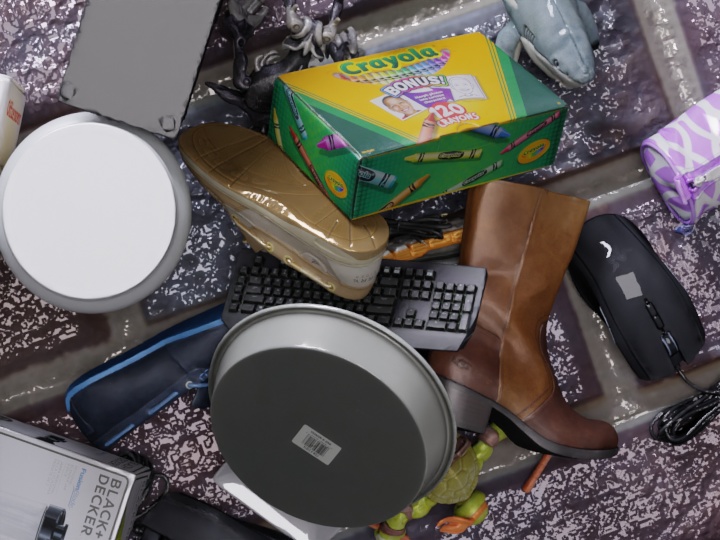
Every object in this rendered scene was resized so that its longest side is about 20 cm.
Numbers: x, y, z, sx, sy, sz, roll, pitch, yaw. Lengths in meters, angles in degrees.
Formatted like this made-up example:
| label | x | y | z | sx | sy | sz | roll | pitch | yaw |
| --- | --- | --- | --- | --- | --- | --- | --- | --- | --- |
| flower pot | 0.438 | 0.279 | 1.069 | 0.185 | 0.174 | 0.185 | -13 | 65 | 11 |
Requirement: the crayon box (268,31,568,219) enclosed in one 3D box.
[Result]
| label | x | y | z | sx | sy | sz | roll | pitch | yaw |
| --- | --- | --- | --- | --- | --- | --- | --- | --- | --- |
| crayon box | 0.044 | -0.114 | 1.404 | 0.198 | 0.119 | 0.059 | -17 | 134 | -32 |

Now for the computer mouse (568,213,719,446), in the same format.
| label | x | y | z | sx | sy | sz | roll | pitch | yaw |
| --- | --- | --- | --- | --- | --- | --- | --- | --- | --- |
| computer mouse | 0.265 | 0.031 | 1.502 | 0.139 | 0.046 | 0.201 | -28 | 93 | -4 |

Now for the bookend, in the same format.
| label | x | y | z | sx | sy | sz | roll | pitch | yaw |
| --- | --- | --- | --- | --- | --- | --- | --- | --- | --- |
| bookend | -0.150 | -0.206 | 1.385 | 0.091 | 0.200 | 0.201 | 17 | 92 | -6 |

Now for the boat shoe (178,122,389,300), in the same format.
| label | x | y | z | sx | sy | sz | roll | pitch | yaw |
| --- | --- | --- | --- | --- | --- | --- | --- | --- | --- |
| boat shoe | -0.065 | -0.042 | 1.391 | 0.199 | 0.070 | 0.073 | 36 | 47 | 30 |

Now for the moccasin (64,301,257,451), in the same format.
| label | x | y | z | sx | sy | sz | roll | pitch | yaw |
| --- | --- | --- | --- | --- | --- | --- | --- | --- | --- |
| moccasin | -0.135 | 0.078 | 1.456 | 0.198 | 0.081 | 0.069 | -26 | 98 | 9 |

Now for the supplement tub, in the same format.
| label | x | y | z | sx | sy | sz | roll | pitch | yaw |
| --- | --- | --- | --- | --- | --- | --- | --- | --- | --- |
| supplement tub | -0.198 | -0.042 | 1.376 | 0.144 | 0.200 | 0.147 | 0 | 91 | -6 |

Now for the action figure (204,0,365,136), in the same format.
| label | x | y | z | sx | sy | sz | roll | pitch | yaw |
| --- | --- | --- | --- | --- | --- | --- | --- | --- | --- |
| action figure | -0.047 | -0.183 | 1.445 | 0.118 | 0.102 | 0.201 | 22 | 115 | -14 |

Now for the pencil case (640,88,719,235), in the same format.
| label | x | y | z | sx | sy | sz | roll | pitch | yaw |
| --- | --- | --- | --- | --- | --- | --- | --- | --- | --- |
| pencil case | 0.321 | -0.117 | 1.488 | 0.199 | 0.085 | 0.084 | -33 | 96 | -5 |

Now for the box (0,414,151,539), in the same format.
| label | x | y | z | sx | sy | sz | roll | pitch | yaw |
| --- | --- | --- | --- | --- | --- | --- | --- | --- | --- |
| box | -0.275 | 0.177 | 1.424 | 0.198 | 0.060 | 0.118 | 20 | 89 | 5 |

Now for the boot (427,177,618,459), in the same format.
| label | x | y | z | sx | sy | sz | roll | pitch | yaw |
| --- | --- | --- | --- | --- | --- | --- | --- | --- | --- |
| boot | 0.144 | 0.040 | 1.453 | 0.187 | 0.068 | 0.202 | 17 | 83 | -17 |

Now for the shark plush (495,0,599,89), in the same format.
| label | x | y | z | sx | sy | sz | roll | pitch | yaw |
| --- | --- | --- | --- | --- | --- | --- | --- | --- | --- |
| shark plush | 0.150 | -0.244 | 1.469 | 0.090 | 0.083 | 0.202 | -6 | 91 | -6 |

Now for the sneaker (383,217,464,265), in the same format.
| label | x | y | z | sx | sy | sz | roll | pitch | yaw |
| --- | --- | --- | --- | --- | --- | --- | --- | --- | --- |
| sneaker | 0.044 | 0.010 | 1.467 | 0.198 | 0.078 | 0.078 | -15 | 100 | -5 |

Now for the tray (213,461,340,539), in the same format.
| label | x | y | z | sx | sy | sz | roll | pitch | yaw |
| --- | --- | --- | --- | --- | --- | --- | --- | --- | --- |
| tray | -0.027 | 0.136 | 1.433 | 0.107 | 0.022 | 0.200 | 36 | 129 | -6 |

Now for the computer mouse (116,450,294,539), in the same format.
| label | x | y | z | sx | sy | sz | roll | pitch | yaw |
| --- | --- | --- | --- | --- | --- | --- | --- | --- | --- |
| computer mouse | -0.126 | 0.239 | 1.461 | 0.198 | 0.053 | 0.140 | 19 | 88 | -6 |

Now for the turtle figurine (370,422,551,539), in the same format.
| label | x | y | z | sx | sy | sz | roll | pitch | yaw |
| --- | --- | --- | --- | --- | --- | --- | --- | --- | --- |
| turtle figurine | 0.050 | 0.153 | 1.472 | 0.199 | 0.064 | 0.162 | -38 | 94 | -4 |

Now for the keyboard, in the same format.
| label | x | y | z | sx | sy | sz | roll | pitch | yaw |
| --- | --- | --- | --- | --- | --- | --- | --- | --- | --- |
| keyboard | 0.000 | 0.000 | 1.400 | 0.198 | 0.021 | 0.128 | 5 | 54 | 16 |

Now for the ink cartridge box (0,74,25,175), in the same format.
| label | x | y | z | sx | sy | sz | roll | pitch | yaw |
| --- | --- | --- | --- | --- | --- | --- | --- | --- | --- |
| ink cartridge box | -0.318 | -0.052 | 1.391 | 0.083 | 0.145 | 0.202 | 12 | 89 | -6 |

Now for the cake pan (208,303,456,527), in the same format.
| label | x | y | z | sx | sy | sz | roll | pitch | yaw |
| --- | --- | --- | --- | --- | --- | --- | --- | --- | --- |
| cake pan | -0.027 | 0.117 | 1.380 | 0.198 | 0.037 | 0.202 | 10 | 127 | 14 |
